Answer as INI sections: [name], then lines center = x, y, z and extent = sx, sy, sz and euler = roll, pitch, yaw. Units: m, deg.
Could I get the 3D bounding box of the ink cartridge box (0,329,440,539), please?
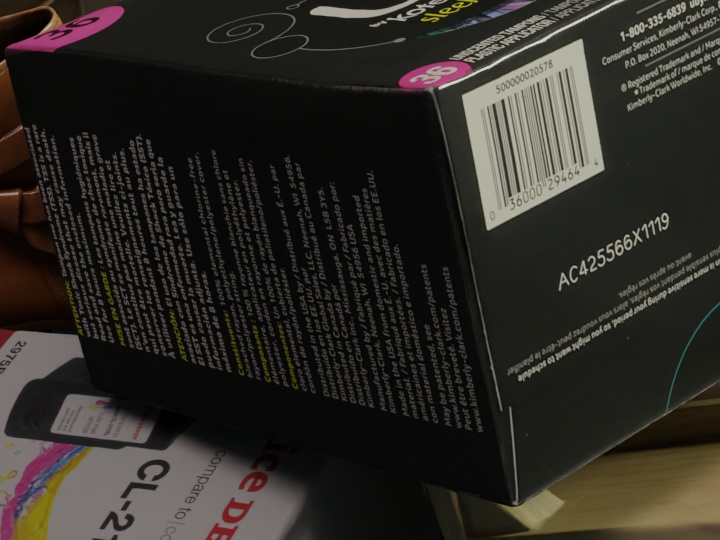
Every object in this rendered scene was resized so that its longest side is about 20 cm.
[ink cartridge box]
center = -0.093, 0.097, 0.806
extent = 0.199, 0.083, 0.146
euler = 3, 39, 27

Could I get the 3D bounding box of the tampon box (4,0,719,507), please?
[tampon box]
center = 0.015, -0.030, 0.748
extent = 0.150, 0.127, 0.200
euler = -28, 26, -36

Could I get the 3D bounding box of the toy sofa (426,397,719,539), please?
[toy sofa]
center = 0.126, 0.079, 0.714
extent = 0.199, 0.098, 0.083
euler = -10, 13, 38

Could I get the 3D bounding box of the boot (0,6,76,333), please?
[boot]
center = -0.095, -0.039, 0.929
extent = 0.199, 0.155, 0.074
euler = -27, 36, -15

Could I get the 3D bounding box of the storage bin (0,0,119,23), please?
[storage bin]
center = -0.227, -0.107, 1.133
extent = 0.199, 0.094, 0.199
euler = 13, 45, 35

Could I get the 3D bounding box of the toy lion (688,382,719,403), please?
[toy lion]
center = 0.131, -0.046, 0.842
extent = 0.200, 0.069, 0.192
euler = 28, 87, 48
